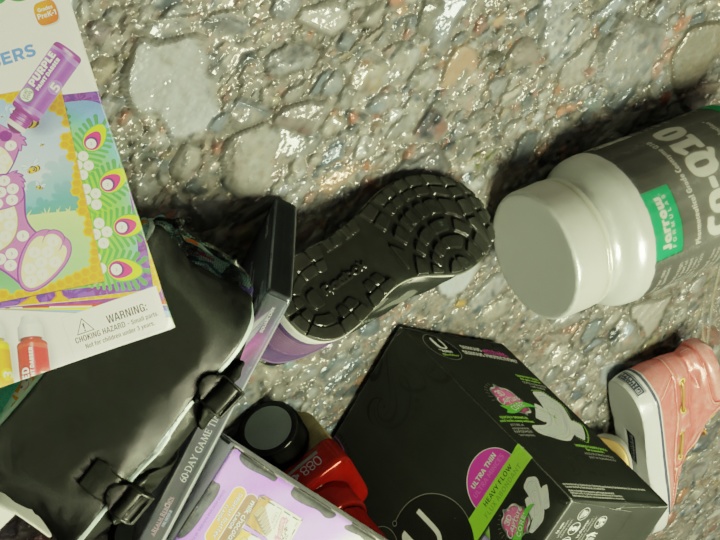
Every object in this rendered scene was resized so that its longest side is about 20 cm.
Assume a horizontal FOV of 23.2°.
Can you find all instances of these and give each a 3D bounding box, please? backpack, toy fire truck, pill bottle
[{"bbox_3d":[-0.145,0.046,0.974,0.178,0.150,0.200,-52,-178,2],"label":"backpack"},{"bbox_3d":[-0.046,0.221,1.202,0.176,0.200,0.129,-38,142,-10],"label":"toy fire truck"},{"bbox_3d":[0.201,-0.041,1.264,0.200,0.113,0.113,-22,137,-28],"label":"pill bottle"}]

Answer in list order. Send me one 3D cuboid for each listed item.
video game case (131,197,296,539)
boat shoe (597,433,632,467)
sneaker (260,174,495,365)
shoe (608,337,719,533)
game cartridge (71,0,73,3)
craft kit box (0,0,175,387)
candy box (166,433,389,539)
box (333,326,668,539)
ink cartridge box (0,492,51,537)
[{"bbox_3d":[-0.090,0.067,1.083,0.019,0.143,0.200,25,111,-11],"label":"video game case"},{"bbox_3d":[0.209,0.221,1.561,0.069,0.071,0.200,-41,144,-52],"label":"boat shoe"},{"bbox_3d":[0.000,0.000,1.168,0.200,0.076,0.088,-27,172,-38],"label":"sneaker"},{"bbox_3d":[0.273,0.146,1.538,0.091,0.071,0.200,-27,135,-15],"label":"shoe"},{"bbox_3d":[-0.208,-0.124,0.868,0.133,0.040,0.200,-13,133,-40],"label":"game cartridge"},{"bbox_3d":[-0.209,-0.035,0.811,0.200,0.049,0.198,-20,102,-12],"label":"craft kit box"},{"bbox_3d":[-0.051,0.227,1.116,0.200,0.072,0.168,35,85,-15],"label":"candy box"},{"bbox_3d":[0.088,0.160,1.271,0.124,0.200,0.149,12,116,-47],"label":"box"},{"bbox_3d":[-0.267,0.101,0.951,0.067,0.117,0.200,-45,142,-1],"label":"ink cartridge box"}]
